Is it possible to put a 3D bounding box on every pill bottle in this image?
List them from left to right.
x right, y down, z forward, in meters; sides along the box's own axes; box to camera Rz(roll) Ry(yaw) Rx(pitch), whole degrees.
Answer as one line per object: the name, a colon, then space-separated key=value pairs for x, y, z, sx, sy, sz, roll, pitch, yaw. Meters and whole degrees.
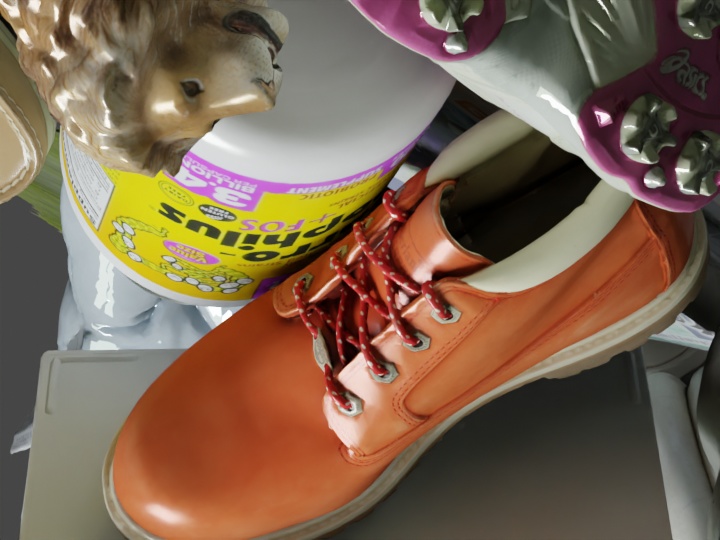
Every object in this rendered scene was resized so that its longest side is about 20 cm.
pill bottle: x=-0.036 y=-0.050 z=0.789 sx=0.104 sy=0.105 sz=0.200 roll=32 pitch=161 yaw=-1

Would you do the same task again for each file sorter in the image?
file sorter: x=-0.005 y=0.115 z=0.838 sx=0.198 sy=0.139 sz=0.125 roll=-1 pitch=127 yaw=-1

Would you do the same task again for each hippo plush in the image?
hippo plush: x=-0.034 y=0.000 z=1.025 sx=0.160 sy=0.201 sz=0.160 roll=13 pitch=151 yaw=3

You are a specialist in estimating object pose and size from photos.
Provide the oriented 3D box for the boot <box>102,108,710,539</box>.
boot: x=0.005 y=0.013 z=0.747 sx=0.075 sy=0.199 sz=0.107 roll=59 pitch=-179 yaw=20

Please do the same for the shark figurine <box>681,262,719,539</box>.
shark figurine: x=0.137 y=0.071 z=0.831 sx=0.127 sy=0.090 sz=0.215 roll=4 pitch=142 yaw=24

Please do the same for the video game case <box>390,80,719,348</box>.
video game case: x=0.063 y=-0.026 z=0.916 sx=0.182 sy=0.023 sz=0.200 roll=35 pitch=171 yaw=-22

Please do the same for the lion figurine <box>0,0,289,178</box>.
lion figurine: x=-0.080 y=-0.116 z=0.614 sx=0.200 sy=0.123 sz=0.072 roll=39 pitch=169 yaw=-38

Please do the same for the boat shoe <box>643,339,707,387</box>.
boat shoe: x=0.078 y=0.038 z=1.098 sx=0.199 sy=0.067 sz=0.057 roll=18 pitch=134 yaw=52

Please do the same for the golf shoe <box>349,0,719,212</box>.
golf shoe: x=0.020 y=-0.083 z=0.627 sx=0.200 sy=0.076 sz=0.091 roll=40 pitch=171 yaw=-40

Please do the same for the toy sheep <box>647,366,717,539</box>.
toy sheep: x=0.136 y=0.097 z=0.969 sx=0.138 sy=0.199 sz=0.138 roll=62 pitch=-170 yaw=-19

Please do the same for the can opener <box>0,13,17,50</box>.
can opener: x=-0.136 y=-0.075 z=0.876 sx=0.067 sy=0.199 sz=0.054 roll=40 pitch=-152 yaw=-68

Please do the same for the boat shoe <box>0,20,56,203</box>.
boat shoe: x=-0.172 y=-0.073 z=0.784 sx=0.200 sy=0.074 sz=0.067 roll=37 pitch=-156 yaw=-32

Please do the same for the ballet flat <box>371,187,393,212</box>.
ballet flat: x=0.000 y=0.000 z=0.915 sx=0.199 sy=0.067 sz=0.057 roll=26 pitch=141 yaw=21
